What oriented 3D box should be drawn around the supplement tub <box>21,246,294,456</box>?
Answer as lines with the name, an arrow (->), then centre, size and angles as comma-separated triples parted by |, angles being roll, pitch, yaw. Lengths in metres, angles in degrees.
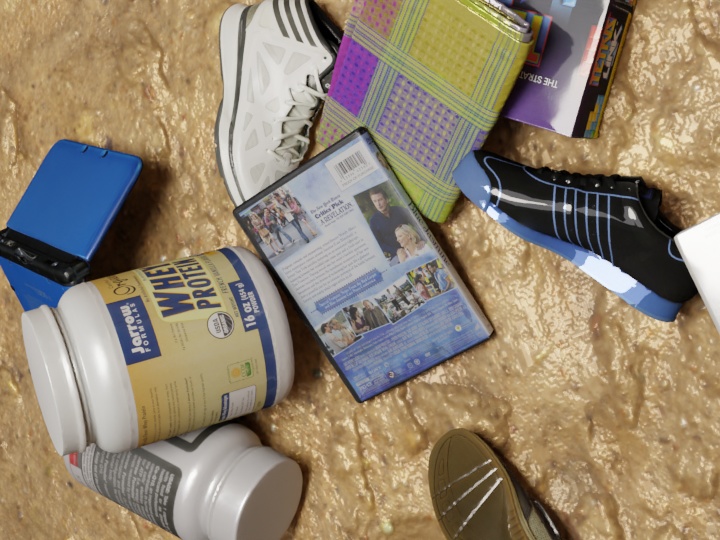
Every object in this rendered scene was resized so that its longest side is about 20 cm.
supplement tub -> -0.171, 0.069, 1.035 | 0.144, 0.199, 0.145 | 48, 146, 48

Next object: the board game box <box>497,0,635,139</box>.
board game box -> 0.106, -0.207, 0.949 | 0.200, 0.057, 0.166 | 21, 103, 29

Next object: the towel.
towel -> 0.045, -0.143, 0.945 | 0.143, 0.023, 0.200 | 37, 134, 16

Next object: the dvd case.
dvd case -> 0.000, 0.000, 1.016 | 0.142, 0.018, 0.200 | -30, 98, 29

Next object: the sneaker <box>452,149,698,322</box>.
sneaker -> 0.167, -0.046, 0.905 | 0.200, 0.070, 0.078 | 32, 112, 5

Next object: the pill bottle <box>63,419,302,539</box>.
pill bottle -> -0.159, 0.177, 1.107 | 0.200, 0.114, 0.114 | 21, 105, 28

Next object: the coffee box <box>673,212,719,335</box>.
coffee box -> 0.345, 0.019, 0.736 | 0.199, 0.200, 0.198 | -29, 80, 30

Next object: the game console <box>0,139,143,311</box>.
game console -> -0.261, -0.016, 1.173 | 0.200, 0.118, 0.171 | 18, 135, 53

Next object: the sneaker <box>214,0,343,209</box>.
sneaker -> -0.059, -0.136, 1.043 | 0.115, 0.076, 0.201 | -5, 89, 33

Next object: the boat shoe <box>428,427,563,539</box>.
boat shoe -> 0.119, 0.214, 0.969 | 0.073, 0.065, 0.200 | -42, 54, 20
